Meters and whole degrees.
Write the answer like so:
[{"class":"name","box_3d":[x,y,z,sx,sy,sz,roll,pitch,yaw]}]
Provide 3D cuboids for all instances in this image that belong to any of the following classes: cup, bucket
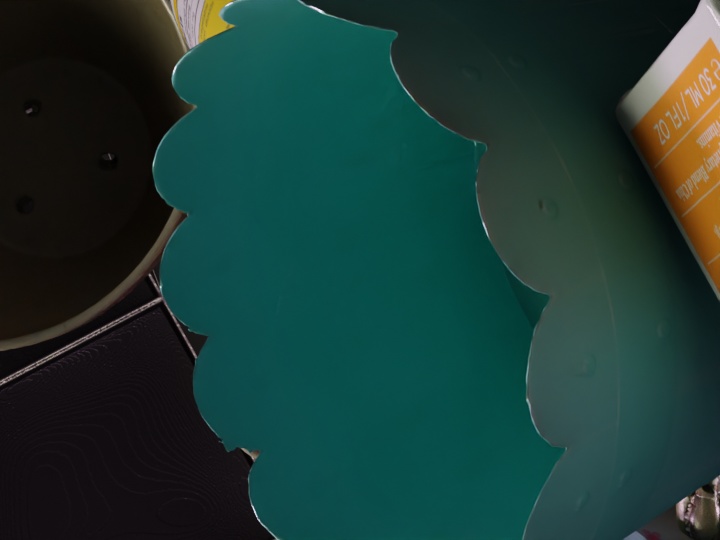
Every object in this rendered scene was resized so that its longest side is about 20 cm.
[{"class":"cup","box_3d":[-0.159,-0.060,0.932,0.202,0.199,0.143,61,-177,7]},{"class":"bucket","box_3d":[0.040,-0.002,0.619,0.207,0.134,0.209,32,132,45]}]

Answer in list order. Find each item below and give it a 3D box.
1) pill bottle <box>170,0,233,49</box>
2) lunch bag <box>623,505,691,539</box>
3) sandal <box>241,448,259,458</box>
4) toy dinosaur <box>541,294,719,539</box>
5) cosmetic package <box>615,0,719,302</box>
[{"class":"pill bottle","box_3d":[-0.013,-0.103,0.812,0.201,0.112,0.113,-120,9,-46]},{"class":"lunch bag","box_3d":[0.129,0.170,0.742,0.201,0.127,0.169,57,170,-30]},{"class":"sandal","box_3d":[0.000,-0.001,0.855,0.079,0.202,0.057,36,-165,-5]},{"class":"toy dinosaur","box_3d":[0.085,0.004,0.721,0.202,0.047,0.088,64,155,3]},{"class":"cosmetic package","box_3d":[0.148,0.018,0.482,0.201,0.071,0.101,61,170,8]}]
